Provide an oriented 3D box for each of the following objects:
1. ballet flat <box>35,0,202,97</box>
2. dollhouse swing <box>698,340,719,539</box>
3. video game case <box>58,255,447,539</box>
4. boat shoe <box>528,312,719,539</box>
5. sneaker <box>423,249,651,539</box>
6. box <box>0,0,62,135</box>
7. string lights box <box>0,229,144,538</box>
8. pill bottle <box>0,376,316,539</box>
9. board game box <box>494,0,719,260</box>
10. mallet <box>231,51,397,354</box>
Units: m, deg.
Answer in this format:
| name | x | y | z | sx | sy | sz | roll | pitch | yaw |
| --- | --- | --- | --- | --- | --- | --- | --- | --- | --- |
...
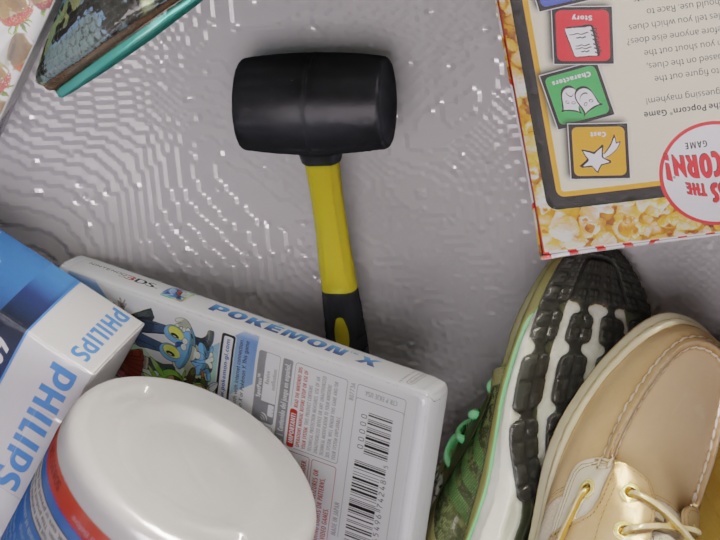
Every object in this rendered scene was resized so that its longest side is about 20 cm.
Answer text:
| name | x | y | z | sx | sy | sz | roll | pitch | yaw |
| --- | --- | --- | --- | --- | --- | --- | --- | --- | --- |
| ballet flat | -0.055 | -0.143 | 1.139 | 0.199 | 0.074 | 0.074 | -30 | 107 | 13 |
| dollhouse swing | 0.175 | 0.151 | 1.255 | 0.200 | 0.176 | 0.181 | -40 | 145 | 23 |
| video game case | -0.058 | 0.112 | 1.238 | 0.182 | 0.022 | 0.201 | 18 | 115 | 25 |
| boat shoe | 0.103 | 0.115 | 1.154 | 0.074 | 0.069 | 0.201 | 26 | 87 | -31 |
| sneaker | 0.056 | 0.079 | 1.214 | 0.077 | 0.088 | 0.201 | 16 | 93 | -39 |
| box | -0.129 | -0.132 | 1.166 | 0.039 | 0.041 | 0.201 | 27 | 117 | -4 |
| string lights box | -0.202 | 0.016 | 1.218 | 0.200 | 0.059 | 0.103 | 33 | 118 | 3 |
| pill bottle | -0.107 | 0.150 | 1.199 | 0.112 | 0.112 | 0.200 | 28 | 120 | -5 |
| board game box | 0.127 | -0.111 | 1.131 | 0.151 | 0.046 | 0.201 | -6 | 114 | 11 |
| mallet | 0.000 | 0.000 | 1.213 | 0.066 | 0.041 | 0.201 | -7 | 118 | 16 |
